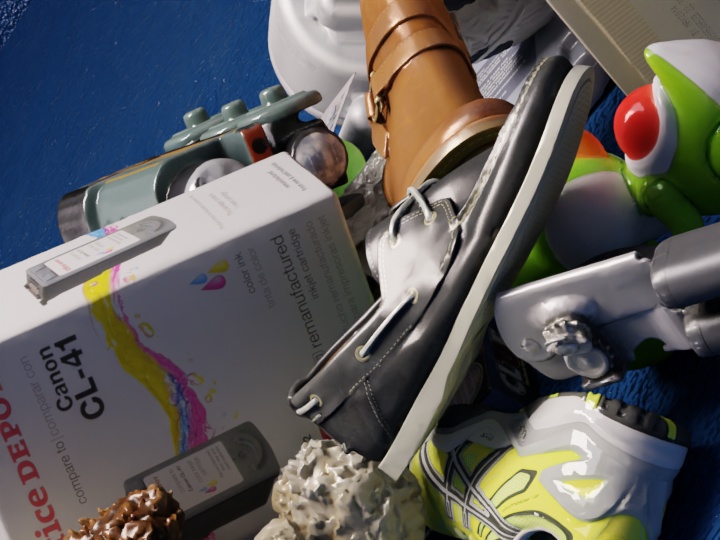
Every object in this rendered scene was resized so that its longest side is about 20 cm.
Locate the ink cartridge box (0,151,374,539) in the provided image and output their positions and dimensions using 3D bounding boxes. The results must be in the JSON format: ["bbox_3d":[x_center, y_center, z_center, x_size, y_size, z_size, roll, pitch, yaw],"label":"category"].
[{"bbox_3d":[-0.089,0.054,1.142,0.199,0.148,0.086,-25,23,-12],"label":"ink cartridge box"}]

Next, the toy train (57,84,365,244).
[{"bbox_3d":[-0.080,-0.036,1.269,0.114,0.085,0.200,-26,8,-24],"label":"toy train"}]

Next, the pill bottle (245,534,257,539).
[{"bbox_3d":[-0.077,0.114,1.269,0.120,0.119,0.201,-149,61,-72],"label":"pill bottle"}]

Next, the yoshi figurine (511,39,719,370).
[{"bbox_3d":[0.147,-0.026,1.064,0.200,0.112,0.112,-34,69,26],"label":"yoshi figurine"}]

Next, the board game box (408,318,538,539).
[{"bbox_3d":[0.033,0.062,1.280,0.136,0.035,0.200,-52,20,23],"label":"board game box"}]

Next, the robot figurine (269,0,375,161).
[{"bbox_3d":[0.002,-0.155,1.497,0.200,0.112,0.170,106,168,-76],"label":"robot figurine"}]

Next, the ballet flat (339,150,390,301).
[{"bbox_3d":[0.000,0.000,1.311,0.200,0.072,0.072,-54,19,23],"label":"ballet flat"}]

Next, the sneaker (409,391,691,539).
[{"bbox_3d":[0.067,0.103,1.068,0.200,0.075,0.077,-27,44,67],"label":"sneaker"}]

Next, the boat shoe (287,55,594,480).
[{"bbox_3d":[0.035,-0.007,1.031,0.200,0.067,0.072,-61,-10,22],"label":"boat shoe"}]

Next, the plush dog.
[{"bbox_3d":[-0.068,0.180,1.085,0.161,0.171,0.201,-92,15,-54],"label":"plush dog"}]

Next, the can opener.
[{"bbox_3d":[0.140,-0.001,0.968,0.199,0.053,0.067,-16,37,36],"label":"can opener"}]

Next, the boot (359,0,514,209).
[{"bbox_3d":[0.035,-0.082,1.167,0.200,0.073,0.155,109,152,-68],"label":"boot"}]

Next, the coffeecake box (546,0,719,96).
[{"bbox_3d":[0.113,-0.190,1.242,0.073,0.154,0.200,-36,25,15],"label":"coffeecake box"}]

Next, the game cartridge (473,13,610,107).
[{"bbox_3d":[0.071,-0.082,1.398,0.200,0.041,0.133,-50,16,28],"label":"game cartridge"}]

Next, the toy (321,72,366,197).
[{"bbox_3d":[-0.023,-0.032,1.437,0.200,0.047,0.116,120,169,-75],"label":"toy"}]

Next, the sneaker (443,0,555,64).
[{"bbox_3d":[0.032,-0.194,1.290,0.079,0.199,0.130,-32,66,20],"label":"sneaker"}]
